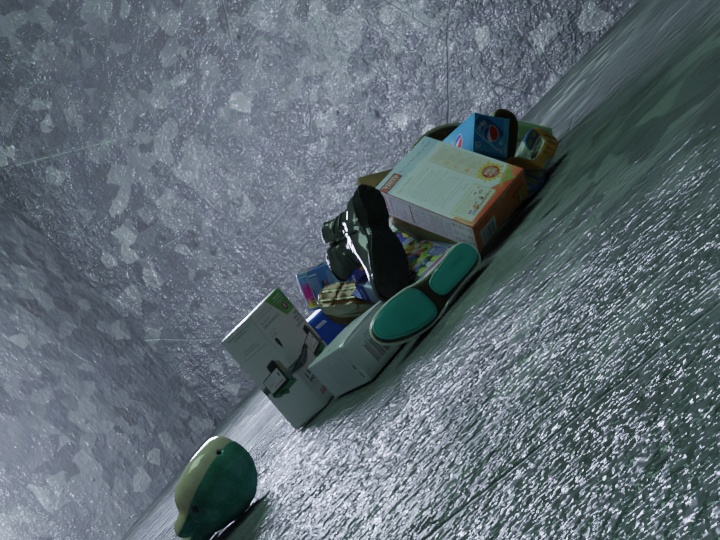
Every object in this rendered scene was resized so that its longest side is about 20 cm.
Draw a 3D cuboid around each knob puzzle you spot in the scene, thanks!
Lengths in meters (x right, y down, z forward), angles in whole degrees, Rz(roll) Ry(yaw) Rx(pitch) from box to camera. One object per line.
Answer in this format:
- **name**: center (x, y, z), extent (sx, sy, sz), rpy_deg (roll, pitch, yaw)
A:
- **knob puzzle**: center (0.100, -0.090, 1.563), extent (0.031, 0.218, 0.220), rpy_deg (-53, -2, 30)

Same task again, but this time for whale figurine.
- **whale figurine**: center (-0.211, 0.343, 1.373), extent (0.159, 0.102, 0.203), rpy_deg (-49, -20, -54)

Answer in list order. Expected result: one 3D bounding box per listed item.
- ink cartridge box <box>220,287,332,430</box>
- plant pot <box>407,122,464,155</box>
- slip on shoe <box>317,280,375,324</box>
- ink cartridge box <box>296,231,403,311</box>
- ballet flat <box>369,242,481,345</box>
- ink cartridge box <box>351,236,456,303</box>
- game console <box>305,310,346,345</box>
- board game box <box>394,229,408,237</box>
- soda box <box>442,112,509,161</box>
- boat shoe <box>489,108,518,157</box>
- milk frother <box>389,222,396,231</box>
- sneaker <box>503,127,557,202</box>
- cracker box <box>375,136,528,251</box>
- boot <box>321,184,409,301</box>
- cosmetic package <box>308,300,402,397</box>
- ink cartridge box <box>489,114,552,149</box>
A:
- **ink cartridge box**: center (-0.126, 0.151, 1.610), extent (0.084, 0.201, 0.146), rpy_deg (-39, 5, 25)
- **plant pot**: center (0.176, -0.147, 1.741), extent (0.201, 0.200, 0.184), rpy_deg (-45, -9, -6)
- **slip on shoe**: center (0.027, 0.054, 1.518), extent (0.196, 0.061, 0.077), rpy_deg (-8, 43, 19)
- **ink cartridge box**: center (0.000, 0.000, 1.644), extent (0.135, 0.078, 0.198), rpy_deg (-28, 8, -41)
- **ballet flat**: center (0.094, 0.043, 1.299), extent (0.200, 0.070, 0.069), rpy_deg (-42, 1, -17)
- **ink cartridge box**: center (0.073, 0.004, 1.440), extent (0.119, 0.042, 0.198), rpy_deg (-46, 29, -23)
- **game console**: center (-0.014, 0.080, 1.920), extent (0.200, 0.168, 0.120), rpy_deg (-42, 30, 57)
- **board game box**: center (0.108, -0.051, 1.840), extent (0.200, 0.103, 0.024), rpy_deg (-38, -40, -59)
- **soda box**: center (0.176, -0.191, 1.548), extent (0.200, 0.063, 0.069), rpy_deg (143, 133, -70)
- **boat shoe**: center (0.227, -0.175, 1.616), extent (0.066, 0.073, 0.204), rpy_deg (-11, 63, 68)
- **milk frother**: center (0.124, -0.152, 2.385), extent (0.188, 0.200, 0.180), rpy_deg (-46, 6, -13)
- **sneaker**: center (0.264, -0.147, 1.526), extent (0.200, 0.075, 0.089), rpy_deg (-47, -16, -40)
- **cracker box**: center (0.139, -0.121, 1.429), extent (0.134, 0.198, 0.058), rpy_deg (-46, -41, -22)
- **boot**: center (0.004, -0.017, 1.432), extent (0.132, 0.069, 0.203), rpy_deg (-46, 45, 43)
- **cosmetic package**: center (-0.005, 0.124, 1.430), extent (0.102, 0.074, 0.200), rpy_deg (-46, 3, -24)
- **ink cartridge box**: center (0.268, -0.226, 1.841), extent (0.200, 0.143, 0.049), rpy_deg (139, 132, -57)
